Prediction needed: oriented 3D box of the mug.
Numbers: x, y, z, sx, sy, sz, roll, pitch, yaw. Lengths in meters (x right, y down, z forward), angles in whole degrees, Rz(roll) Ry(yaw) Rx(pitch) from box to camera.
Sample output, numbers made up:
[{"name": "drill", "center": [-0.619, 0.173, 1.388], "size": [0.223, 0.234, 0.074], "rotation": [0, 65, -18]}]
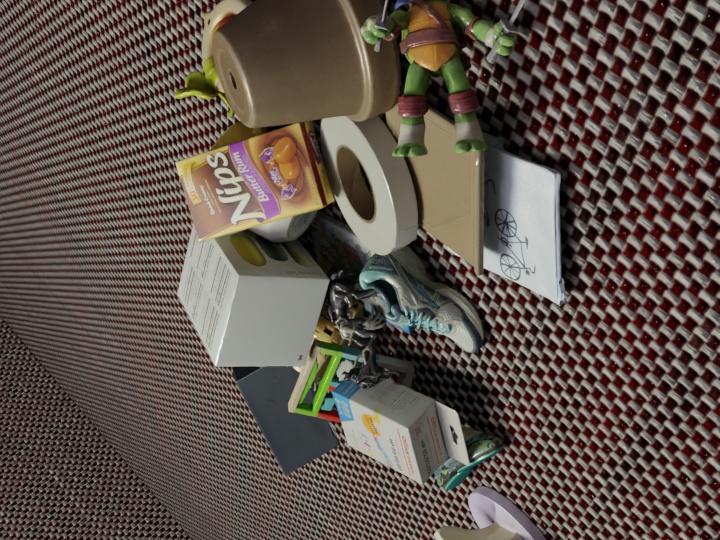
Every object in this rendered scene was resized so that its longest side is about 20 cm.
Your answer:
[{"name": "mug", "center": [-0.140, -0.130, 1.394], "size": [0.152, 0.150, 0.188], "rotation": [35, 152, 16]}]

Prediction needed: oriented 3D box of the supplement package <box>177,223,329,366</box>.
[{"name": "supplement package", "center": [-0.166, 0.026, 1.430], "size": [0.200, 0.149, 0.153], "rotation": [49, 128, 50]}]

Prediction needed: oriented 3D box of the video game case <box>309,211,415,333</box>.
[{"name": "video game case", "center": [0.000, 0.000, 1.438], "size": [0.198, 0.018, 0.145], "rotation": [27, 139, 40]}]

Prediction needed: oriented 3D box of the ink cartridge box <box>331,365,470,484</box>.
[{"name": "ink cartridge box", "center": [0.058, 0.233, 1.395], "size": [0.198, 0.068, 0.117], "rotation": [19, 136, 41]}]

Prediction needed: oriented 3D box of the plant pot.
[{"name": "plant pot", "center": [-0.073, -0.251, 1.092], "size": [0.201, 0.172, 0.202], "rotation": [56, 160, 32]}]

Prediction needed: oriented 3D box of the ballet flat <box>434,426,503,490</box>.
[{"name": "ballet flat", "center": [0.154, 0.278, 1.452], "size": [0.074, 0.074, 0.201], "rotation": [48, 146, 10]}]

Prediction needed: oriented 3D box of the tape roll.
[{"name": "tape roll", "center": [0.009, -0.118, 1.240], "size": [0.204, 0.037, 0.205], "rotation": [53, 157, 35]}]

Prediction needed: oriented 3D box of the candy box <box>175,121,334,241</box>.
[{"name": "candy box", "center": [-0.147, -0.122, 1.313], "size": [0.197, 0.056, 0.119], "rotation": [-14, 98, 20]}]

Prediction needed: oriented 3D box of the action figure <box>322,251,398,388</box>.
[{"name": "action figure", "center": [0.002, 0.066, 1.393], "size": [0.119, 0.100, 0.204], "rotation": [123, 135, -67]}]

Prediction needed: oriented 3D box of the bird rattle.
[{"name": "bird rattle", "center": [-0.175, -0.294, 1.306], "size": [0.199, 0.111, 0.167], "rotation": [-2, 92, 55]}]

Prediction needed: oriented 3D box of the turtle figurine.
[{"name": "turtle figurine", "center": [0.078, -0.216, 0.952], "size": [0.199, 0.142, 0.198], "rotation": [9, 105, 59]}]

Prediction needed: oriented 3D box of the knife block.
[{"name": "knife block", "center": [-0.028, 0.126, 1.563], "size": [0.063, 0.175, 0.203], "rotation": [30, 105, 22]}]

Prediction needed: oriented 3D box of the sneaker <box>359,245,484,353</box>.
[{"name": "sneaker", "center": [0.079, 0.053, 1.297], "size": [0.199, 0.086, 0.078], "rotation": [41, 147, 6]}]

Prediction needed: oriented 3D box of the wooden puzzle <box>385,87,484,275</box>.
[{"name": "wooden puzzle", "center": [0.093, -0.116, 1.136], "size": [0.200, 0.037, 0.187], "rotation": [46, 152, 41]}]

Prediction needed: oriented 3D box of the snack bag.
[{"name": "snack bag", "center": [0.165, -0.072, 1.120], "size": [0.199, 0.021, 0.191], "rotation": [29, 140, 42]}]

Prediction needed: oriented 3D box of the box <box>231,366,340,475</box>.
[{"name": "box", "center": [-0.142, 0.222, 1.699], "size": [0.199, 0.116, 0.200], "rotation": [64, 173, -16]}]

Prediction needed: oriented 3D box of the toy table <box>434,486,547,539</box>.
[{"name": "toy table", "center": [0.216, 0.452, 1.484], "size": [0.200, 0.116, 0.185], "rotation": [42, 148, 22]}]

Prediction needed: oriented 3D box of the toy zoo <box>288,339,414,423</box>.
[{"name": "toy zoo", "center": [-0.001, 0.185, 1.485], "size": [0.021, 0.197, 0.133], "rotation": [-104, 34, -57]}]
